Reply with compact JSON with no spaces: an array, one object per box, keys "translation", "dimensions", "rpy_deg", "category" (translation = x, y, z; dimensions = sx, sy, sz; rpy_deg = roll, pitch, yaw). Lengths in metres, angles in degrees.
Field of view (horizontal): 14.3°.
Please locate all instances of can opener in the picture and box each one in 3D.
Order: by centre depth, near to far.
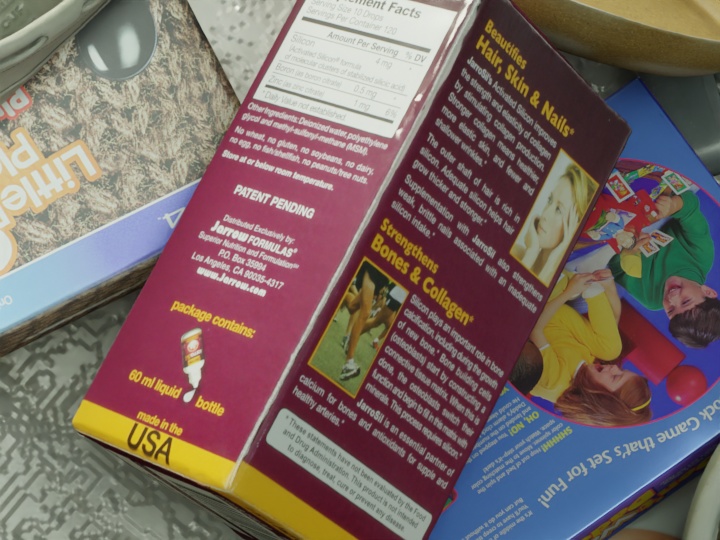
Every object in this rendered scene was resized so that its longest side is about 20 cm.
[{"translation":[0.162,-0.012,1.153],"dimensions":[0.067,0.053,0.201],"rpy_deg":[-15,73,5],"category":"can opener"}]

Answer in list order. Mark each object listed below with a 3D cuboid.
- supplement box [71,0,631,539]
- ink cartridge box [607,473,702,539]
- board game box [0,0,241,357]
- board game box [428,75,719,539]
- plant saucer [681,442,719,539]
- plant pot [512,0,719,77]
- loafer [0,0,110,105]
[{"translation":[0.000,0.000,1.028],"dimensions":[0.110,0.086,0.200],"rpy_deg":[39,74,-47],"category":"supplement box"},{"translation":[0.134,0.088,1.144],"dimensions":[0.162,0.050,0.201],"rpy_deg":[-5,85,-13],"category":"ink cartridge box"},{"translation":[-0.148,-0.074,1.086],"dimensions":[0.159,0.097,0.200],"rpy_deg":[-27,87,-14],"category":"board game box"},{"translation":[0.065,0.039,1.102],"dimensions":[0.200,0.045,0.135],"rpy_deg":[-34,73,-3],"category":"board game box"},{"translation":[0.210,0.093,1.088],"dimensions":[0.199,0.050,0.201],"rpy_deg":[-6,116,-11],"category":"plant saucer"},{"translation":[0.070,-0.123,1.108],"dimensions":[0.200,0.200,0.028],"rpy_deg":[20,111,-8],"category":"plant pot"},{"translation":[-0.096,-0.131,1.019],"dimensions":[0.070,0.070,0.200],"rpy_deg":[38,76,-3],"category":"loafer"}]
